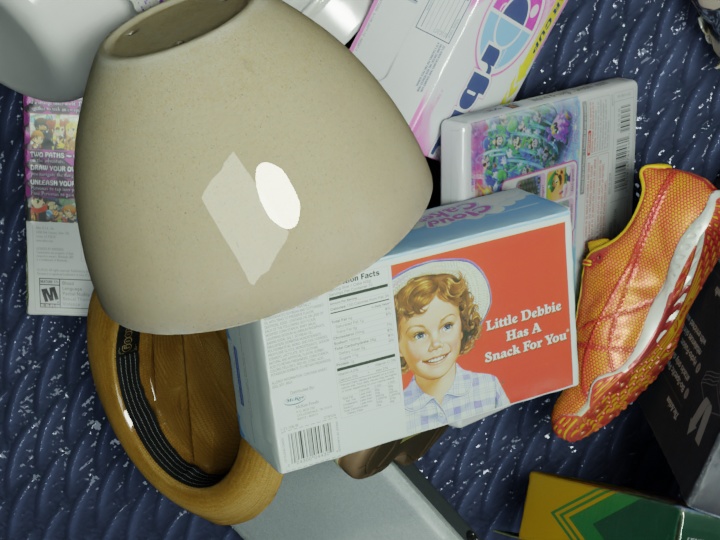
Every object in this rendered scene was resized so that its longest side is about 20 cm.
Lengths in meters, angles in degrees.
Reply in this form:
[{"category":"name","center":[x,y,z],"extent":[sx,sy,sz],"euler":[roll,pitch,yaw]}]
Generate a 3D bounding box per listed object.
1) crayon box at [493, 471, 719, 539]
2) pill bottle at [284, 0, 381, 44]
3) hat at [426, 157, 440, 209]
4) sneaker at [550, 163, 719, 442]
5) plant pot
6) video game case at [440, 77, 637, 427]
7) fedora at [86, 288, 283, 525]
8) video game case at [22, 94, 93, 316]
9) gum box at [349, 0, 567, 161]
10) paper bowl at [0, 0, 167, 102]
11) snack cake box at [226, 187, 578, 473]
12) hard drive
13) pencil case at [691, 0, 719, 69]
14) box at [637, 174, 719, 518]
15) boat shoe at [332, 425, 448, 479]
[{"category":"crayon box","center":[0.198,0.178,1.073],"extent":[0.126,0.200,0.052],"euler":[13,84,-28]},{"category":"pill bottle","center":[-0.080,-0.217,0.985],"extent":[0.200,0.114,0.114],"euler":[42,103,-13]},{"category":"hat","center":[0.000,0.000,1.040],"extent":[0.081,0.201,0.201],"euler":[-20,109,32]},{"category":"sneaker","center":[0.176,0.023,1.051],"extent":[0.077,0.073,0.200],"euler":[34,107,29]},{"category":"plant pot","center":[-0.075,-0.077,0.863],"extent":[0.200,0.200,0.135],"euler":[-17,117,5]},{"category":"video game case","center":[0.118,-0.016,1.039],"extent":[0.182,0.024,0.200],"euler":[-18,115,-42]},{"category":"fedora","center":[-0.095,0.065,1.042],"extent":[0.200,0.082,0.201],"euler":[19,120,37]},{"category":"video game case","center":[-0.128,-0.054,1.078],"extent":[0.200,0.036,0.181],"euler":[2,109,-1]},{"category":"gum box","center":[0.071,-0.169,0.984],"extent":[0.066,0.113,0.200],"euler":[32,100,26]},{"category":"paper bowl","center":[-0.195,-0.180,0.942],"extent":[0.201,0.201,0.104],"euler":[41,67,-12]},{"category":"snack cake box","center":[0.025,0.031,0.922],"extent":[0.200,0.067,0.115],"euler":[-14,110,-22]},{"category":"hard drive","center":[-0.021,0.168,1.137],"extent":[0.140,0.033,0.200],"euler":[-34,105,28]},{"category":"pencil case","center":[0.220,-0.223,1.004],"extent":[0.089,0.078,0.200],"euler":[-28,107,25]},{"category":"box","center":[0.280,0.044,1.030],"extent":[0.117,0.197,0.200],"euler":[19,107,-8]},{"category":"boat shoe","center":[0.014,0.085,1.058],"extent":[0.076,0.200,0.072],"euler":[36,99,17]}]
